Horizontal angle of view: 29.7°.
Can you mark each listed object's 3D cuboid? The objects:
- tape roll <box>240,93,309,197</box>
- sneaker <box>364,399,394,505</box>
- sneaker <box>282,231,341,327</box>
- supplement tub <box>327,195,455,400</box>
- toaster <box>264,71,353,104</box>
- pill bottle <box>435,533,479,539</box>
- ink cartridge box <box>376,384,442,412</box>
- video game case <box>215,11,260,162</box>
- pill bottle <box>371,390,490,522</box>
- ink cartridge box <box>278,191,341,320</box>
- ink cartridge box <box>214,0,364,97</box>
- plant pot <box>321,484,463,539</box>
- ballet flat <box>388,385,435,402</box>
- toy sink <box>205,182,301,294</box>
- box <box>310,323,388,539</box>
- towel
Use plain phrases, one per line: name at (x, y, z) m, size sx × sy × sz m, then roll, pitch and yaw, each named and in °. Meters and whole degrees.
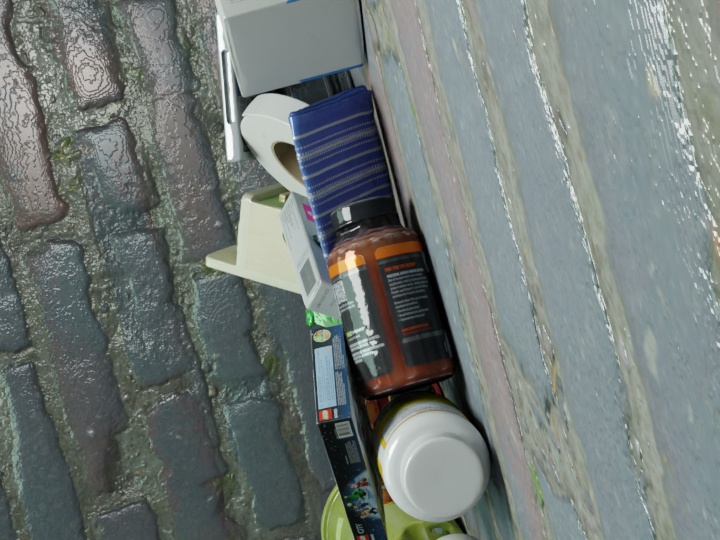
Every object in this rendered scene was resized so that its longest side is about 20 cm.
tape roll at (-0.056, -0.134, 1.643) m, size 0.202 × 0.037 × 0.203 m, roll 32°, pitch 162°, yaw 12°
sneaker at (-0.003, 0.195, 1.626) m, size 0.078 × 0.072 × 0.201 m, roll 77°, pitch 173°, yaw -50°
sneaker at (-0.047, 0.026, 1.667) m, size 0.201 × 0.083 × 0.074 m, roll 58°, pitch -157°, yaw 14°
supplement tub at (0.027, 0.027, 1.424) m, size 0.107 × 0.106 × 0.202 m, roll 101°, pitch 154°, yaw -82°
toaster at (-0.058, -0.202, 1.776) m, size 0.130 × 0.112 × 0.202 m, roll 74°, pitch 178°, yaw -59°
pill bottle at (0.113, 0.340, 1.357) m, size 0.200 × 0.108 × 0.111 m, roll -126°, pitch 21°, yaw -80°
ink cartridge box at (0.056, 0.170, 1.753) m, size 0.201 × 0.082 × 0.147 m, roll -111°, pitch 7°, yaw -57°
video game case at (-0.144, -0.236, 1.754) m, size 0.200 × 0.022 × 0.185 m, roll -33°, pitch -61°, yaw -77°
pill bottle at (0.071, 0.189, 1.380) m, size 0.200 × 0.108 × 0.110 m, roll -135°, pitch 30°, yaw -84°
ink cartridge box at (0.000, 0.000, 1.592) m, size 0.044 × 0.172 × 0.201 m, roll -59°, pitch 27°, yaw 24°
ink cartridge box at (-0.092, -0.325, 1.481) m, size 0.145 × 0.146 × 0.202 m, roll 81°, pitch 173°, yaw -62°
plant pot at (0.064, 0.382, 1.900) m, size 0.184 × 0.198 × 0.203 m, roll -156°, pitch 49°, yaw -70°
ballet flat at (0.050, 0.122, 1.576) m, size 0.200 × 0.068 × 0.064 m, roll -88°, pitch 1°, yaw -67°
toy sink at (-0.091, -0.050, 1.806) m, size 0.130 × 0.198 × 0.113 m, roll -21°, pitch -58°, yaw -57°
box at (-0.012, 0.178, 1.449) m, size 0.137 × 0.037 × 0.201 m, roll -97°, pitch -5°, yaw -50°
towel at (-0.009, -0.094, 1.500) m, size 0.144 × 0.024 × 0.202 m, roll -28°, pitch -74°, yaw -50°
